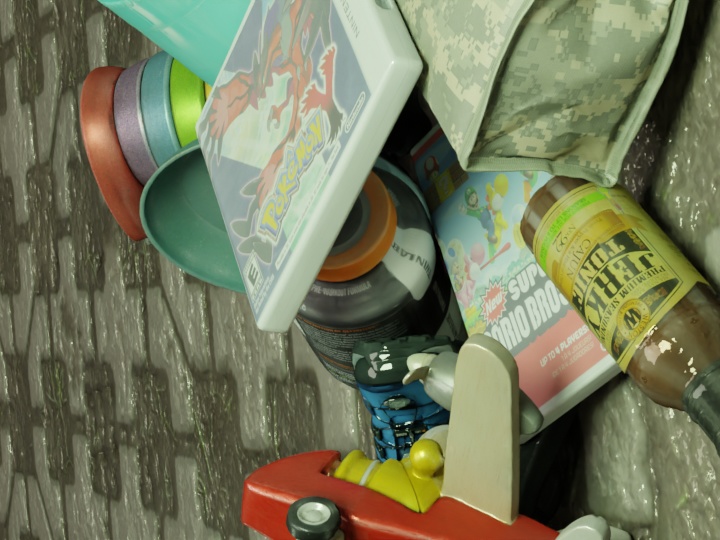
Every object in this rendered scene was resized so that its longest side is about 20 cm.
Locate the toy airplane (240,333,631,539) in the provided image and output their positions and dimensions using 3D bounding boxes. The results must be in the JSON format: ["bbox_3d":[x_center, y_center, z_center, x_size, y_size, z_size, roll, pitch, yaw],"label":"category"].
[{"bbox_3d":[0.058,0.140,1.252,0.200,0.199,0.141,-34,22,28],"label":"toy airplane"}]

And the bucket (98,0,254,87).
[{"bbox_3d":[-0.068,-0.214,1.390,0.207,0.135,0.208,-37,36,34],"label":"bucket"}]

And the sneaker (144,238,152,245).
[{"bbox_3d":[-0.090,-0.032,1.622,0.078,0.139,0.201,97,155,-59],"label":"sneaker"}]

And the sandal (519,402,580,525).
[{"bbox_3d":[0.101,0.124,1.329,0.075,0.048,0.201,58,134,48],"label":"sandal"}]

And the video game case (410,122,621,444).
[{"bbox_3d":[0.097,-0.018,1.273,0.143,0.017,0.201,-44,56,48],"label":"video game case"}]

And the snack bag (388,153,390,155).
[{"bbox_3d":[-0.010,-0.146,1.597,0.189,0.021,0.201,-117,30,-47],"label":"snack bag"}]

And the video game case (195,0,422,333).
[{"bbox_3d":[-0.036,-0.097,1.248,0.200,0.023,0.183,-63,33,36],"label":"video game case"}]

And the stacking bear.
[{"bbox_3d":[-0.084,-0.111,1.532,0.114,0.199,0.122,58,-152,-47],"label":"stacking bear"}]

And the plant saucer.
[{"bbox_3d":[-0.050,-0.048,1.492,0.200,0.199,0.036,117,160,-55],"label":"plant saucer"}]

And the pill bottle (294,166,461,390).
[{"bbox_3d":[0.000,0.000,1.372,0.200,0.106,0.107,63,-167,-68],"label":"pill bottle"}]

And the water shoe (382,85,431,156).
[{"bbox_3d":[0.026,-0.164,1.428,0.071,0.079,0.201,-34,37,60],"label":"water shoe"}]

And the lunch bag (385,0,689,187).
[{"bbox_3d":[0.101,-0.174,1.140,0.164,0.117,0.201,62,140,48],"label":"lunch bag"}]

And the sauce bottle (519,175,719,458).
[{"bbox_3d":[0.154,0.024,1.120,0.200,0.064,0.065,53,143,43],"label":"sauce bottle"}]

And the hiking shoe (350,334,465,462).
[{"bbox_3d":[0.041,0.099,1.366,0.200,0.074,0.087,59,-154,-66],"label":"hiking shoe"}]
